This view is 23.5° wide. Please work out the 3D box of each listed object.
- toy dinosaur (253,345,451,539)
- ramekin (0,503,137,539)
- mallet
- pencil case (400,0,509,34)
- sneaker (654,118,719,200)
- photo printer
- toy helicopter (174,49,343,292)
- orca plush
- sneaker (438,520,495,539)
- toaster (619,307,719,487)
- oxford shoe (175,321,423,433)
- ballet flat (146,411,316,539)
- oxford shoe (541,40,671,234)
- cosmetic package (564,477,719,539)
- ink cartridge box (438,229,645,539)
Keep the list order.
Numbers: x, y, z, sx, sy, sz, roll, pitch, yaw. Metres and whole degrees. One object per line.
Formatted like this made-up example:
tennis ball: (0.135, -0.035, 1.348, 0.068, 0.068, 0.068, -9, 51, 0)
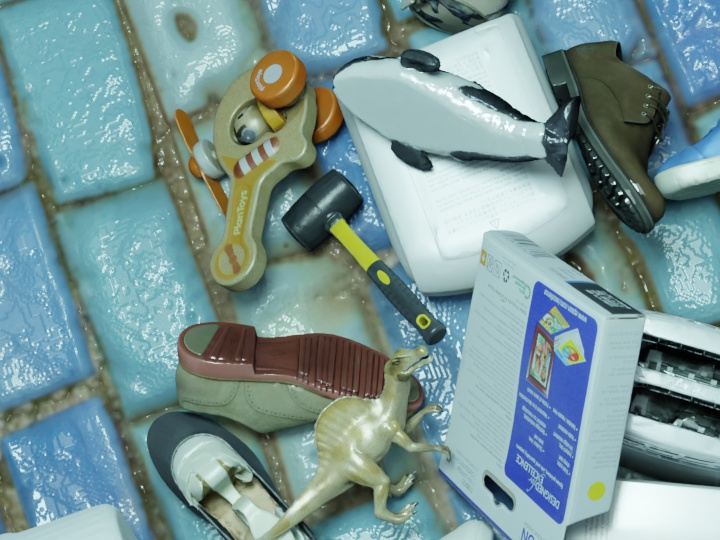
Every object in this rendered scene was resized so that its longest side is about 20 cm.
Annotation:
toy dinosaur: (0.001, 0.148, 1.338, 0.101, 0.058, 0.200, 39, 89, -16)
ramekin: (-0.193, 0.273, 1.293, 0.097, 0.201, 0.201, -24, 75, -5)
mallet: (0.000, 0.000, 1.365, 0.066, 0.041, 0.200, -38, 49, 6)
pencil case: (0.105, -0.290, 1.430, 0.089, 0.078, 0.201, 24, 82, -5)
sneaker: (0.309, -0.136, 1.365, 0.199, 0.077, 0.112, -22, 81, -1)
photo printer: (0.089, -0.086, 1.392, 0.166, 0.069, 0.201, -22, 76, 4)
toy helicopter: (-0.096, -0.077, 1.411, 0.132, 0.079, 0.201, -6, 64, 30)
orca plush: (0.081, -0.135, 1.330, 0.199, 0.106, 0.071, 5, 37, 33)
sneaker: (0.014, 0.251, 1.319, 0.088, 0.075, 0.200, 45, 88, 2)
toaster: (0.247, 0.099, 1.297, 0.199, 0.129, 0.114, 17, 81, 12)
oxford shoe: (-0.050, 0.095, 1.385, 0.199, 0.071, 0.075, 12, 124, 1)
ballet flat: (-0.095, 0.179, 1.361, 0.073, 0.073, 0.200, -43, 75, -3)
oxford shoe: (0.206, -0.114, 1.346, 0.084, 0.073, 0.200, -20, 50, 6)
cosmetic package: (0.237, 0.214, 1.296, 0.199, 0.085, 0.108, 6, 79, 9)
ink cartridge box: (0.130, 0.095, 1.273, 0.047, 0.198, 0.201, 0, 109, -23)
